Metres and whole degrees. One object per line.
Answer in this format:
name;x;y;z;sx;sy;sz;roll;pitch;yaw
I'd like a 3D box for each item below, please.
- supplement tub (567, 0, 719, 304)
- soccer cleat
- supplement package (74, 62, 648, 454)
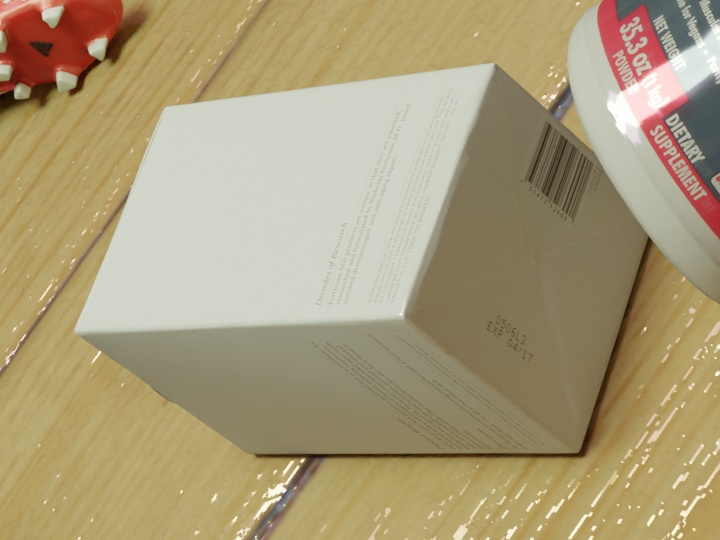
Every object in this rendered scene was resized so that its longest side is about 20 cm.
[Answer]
supplement tub;0.190;-0.087;0.984;0.200;0.140;0.140;-35;40;21
soccer cleat;-0.212;-0.128;1.500;0.200;0.069;0.085;-29;47;34
supplement package;0.000;0.000;1.127;0.200;0.121;0.120;-4;58;44
